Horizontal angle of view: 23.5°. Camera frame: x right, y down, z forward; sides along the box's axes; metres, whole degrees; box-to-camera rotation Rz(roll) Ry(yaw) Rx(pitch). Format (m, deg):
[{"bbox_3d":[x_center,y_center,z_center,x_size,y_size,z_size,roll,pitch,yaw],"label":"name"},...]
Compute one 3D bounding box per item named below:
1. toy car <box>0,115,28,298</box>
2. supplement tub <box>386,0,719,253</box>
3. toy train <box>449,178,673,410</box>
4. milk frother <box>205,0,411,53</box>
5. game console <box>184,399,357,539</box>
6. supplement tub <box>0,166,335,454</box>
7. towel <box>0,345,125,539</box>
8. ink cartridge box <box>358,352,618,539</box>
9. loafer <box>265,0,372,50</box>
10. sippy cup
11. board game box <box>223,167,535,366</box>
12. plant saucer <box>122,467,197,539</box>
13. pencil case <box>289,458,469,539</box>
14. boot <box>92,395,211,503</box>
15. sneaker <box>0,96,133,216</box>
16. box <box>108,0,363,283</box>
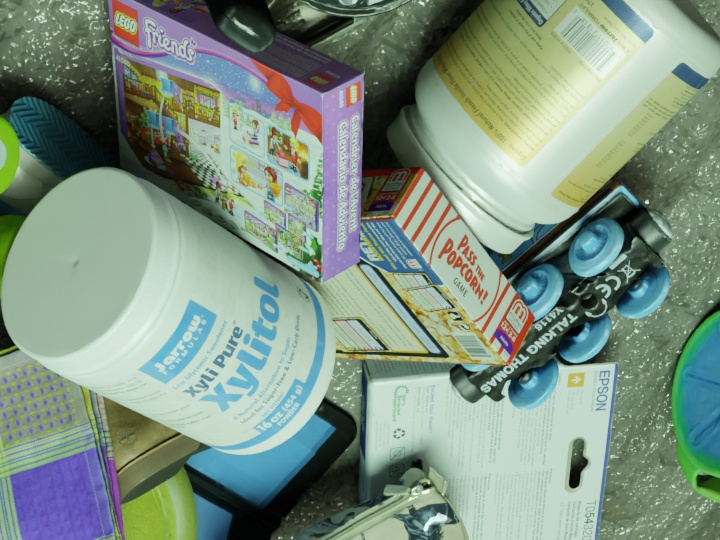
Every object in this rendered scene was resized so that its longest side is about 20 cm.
[{"bbox_3d":[-0.319,-0.005,1.075,0.163,0.200,0.159,8,130,31],"label":"toy car"},{"bbox_3d":[0.127,-0.123,1.155,0.144,0.145,0.200,35,110,-28],"label":"supplement tub"},{"bbox_3d":[0.137,0.012,1.260,0.200,0.115,0.087,-42,124,16],"label":"toy train"},{"bbox_3d":[-0.061,-0.253,1.009,0.180,0.189,0.200,-33,122,9],"label":"milk frother"},{"bbox_3d":[-0.118,0.160,1.307,0.199,0.172,0.118,34,137,-27],"label":"game console"},{"bbox_3d":[-0.118,0.031,1.115,0.132,0.132,0.200,-40,142,14],"label":"supplement tub"},{"bbox_3d":[-0.235,0.150,1.179,0.142,0.202,0.023,-15,166,9],"label":"towel"},{"bbox_3d":[0.098,0.151,1.383,0.198,0.043,0.198,-4,122,-10],"label":"ink cartridge box"},{"bbox_3d":[-0.005,-0.188,1.131,0.199,0.070,0.070,-32,123,9],"label":"loafer"},{"bbox_3d":[0.336,0.104,1.357,0.130,0.141,0.177,13,158,-31],"label":"sippy cup"},{"bbox_3d":[0.000,0.000,1.192,0.199,0.046,0.152,0,139,45],"label":"board game box"},{"bbox_3d":[-0.210,0.188,1.231,0.198,0.031,0.202,1,88,-18],"label":"plant saucer"},{"bbox_3d":[-0.017,0.221,1.302,0.199,0.078,0.090,-27,127,-17],"label":"pencil case"},{"bbox_3d":[-0.113,0.091,1.250,0.199,0.076,0.074,-25,164,-42],"label":"boot"},{"bbox_3d":[-0.193,-0.034,1.198,0.080,0.077,0.200,-28,124,27],"label":"sneaker"},{"bbox_3d":[-0.081,-0.094,1.107,0.039,0.199,0.138,-31,136,-37],"label":"box"}]
